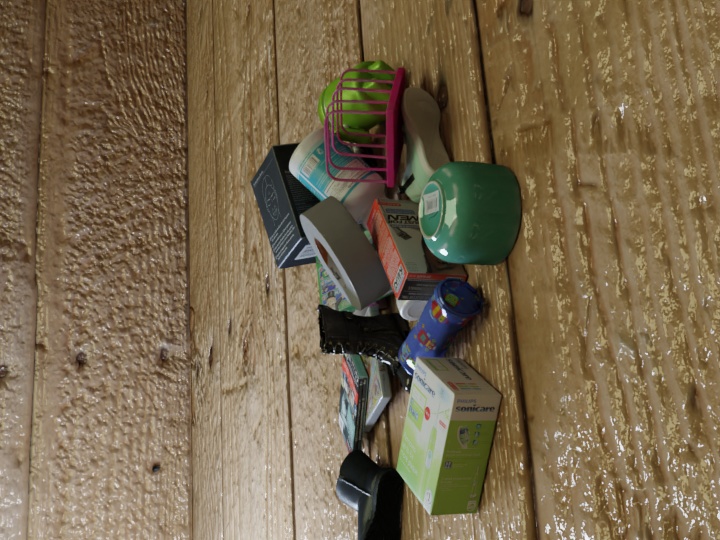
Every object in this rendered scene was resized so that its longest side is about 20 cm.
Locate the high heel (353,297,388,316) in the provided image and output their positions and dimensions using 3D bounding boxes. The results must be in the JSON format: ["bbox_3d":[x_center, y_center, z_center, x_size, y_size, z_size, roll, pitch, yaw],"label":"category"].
[{"bbox_3d":[-0.012,0.046,1.909,0.200,0.067,0.097,-25,73,61],"label":"high heel"}]

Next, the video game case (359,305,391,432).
[{"bbox_3d":[0.016,0.193,1.851,0.201,0.023,0.184,113,152,-59],"label":"video game case"}]

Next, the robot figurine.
[{"bbox_3d":[-0.004,-0.327,1.850,0.199,0.115,0.177,-23,45,47],"label":"robot figurine"}]

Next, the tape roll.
[{"bbox_3d":[-0.028,-0.030,1.702,0.201,0.066,0.201,55,169,15],"label":"tape roll"}]

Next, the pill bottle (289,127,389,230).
[{"bbox_3d":[-0.031,-0.163,1.782,0.200,0.111,0.111,44,140,12],"label":"pill bottle"}]

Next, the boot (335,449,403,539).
[{"bbox_3d":[0.009,0.449,1.792,0.168,0.076,0.203,3,83,65],"label":"boot"}]

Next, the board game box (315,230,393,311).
[{"bbox_3d":[0.000,0.000,1.826,0.199,0.029,0.136,-25,59,34],"label":"board game box"}]

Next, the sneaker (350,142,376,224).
[{"bbox_3d":[-0.024,-0.175,1.911,0.115,0.075,0.202,-25,56,23],"label":"sneaker"}]

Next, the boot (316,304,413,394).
[{"bbox_3d":[0.010,0.142,1.706,0.201,0.172,0.070,-110,32,-46],"label":"boot"}]

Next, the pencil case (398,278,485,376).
[{"bbox_3d":[0.128,0.091,1.539,0.078,0.087,0.201,44,140,14],"label":"pencil case"}]

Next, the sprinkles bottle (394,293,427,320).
[{"bbox_3d":[0.075,-0.010,1.689,0.069,0.067,0.202,115,147,-44],"label":"sprinkles bottle"}]

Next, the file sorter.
[{"bbox_3d":[0.009,-0.256,1.687,0.201,0.124,0.141,-76,-13,-57],"label":"file sorter"}]

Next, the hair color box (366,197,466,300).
[{"bbox_3d":[0.091,-0.037,1.608,0.201,0.109,0.064,-110,31,-45],"label":"hair color box"}]

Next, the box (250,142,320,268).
[{"bbox_3d":[-0.124,-0.129,1.896,0.148,0.106,0.202,-44,61,57],"label":"box"}]

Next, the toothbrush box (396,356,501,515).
[{"bbox_3d":[0.134,0.255,1.493,0.146,0.085,0.203,-137,55,-63],"label":"toothbrush box"}]

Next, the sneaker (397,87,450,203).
[{"bbox_3d":[0.093,-0.216,1.676,0.118,0.073,0.203,124,143,-52],"label":"sneaker"}]

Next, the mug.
[{"bbox_3d":[0.151,-0.075,1.452,0.153,0.113,0.187,-112,33,-48],"label":"mug"}]

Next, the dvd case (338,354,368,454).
[{"bbox_3d":[-0.016,0.259,1.907,0.146,0.022,0.202,-117,30,-62],"label":"dvd case"}]

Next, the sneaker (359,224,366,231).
[{"bbox_3d":[-0.028,-0.108,1.991,0.100,0.069,0.203,130,147,-59],"label":"sneaker"}]
